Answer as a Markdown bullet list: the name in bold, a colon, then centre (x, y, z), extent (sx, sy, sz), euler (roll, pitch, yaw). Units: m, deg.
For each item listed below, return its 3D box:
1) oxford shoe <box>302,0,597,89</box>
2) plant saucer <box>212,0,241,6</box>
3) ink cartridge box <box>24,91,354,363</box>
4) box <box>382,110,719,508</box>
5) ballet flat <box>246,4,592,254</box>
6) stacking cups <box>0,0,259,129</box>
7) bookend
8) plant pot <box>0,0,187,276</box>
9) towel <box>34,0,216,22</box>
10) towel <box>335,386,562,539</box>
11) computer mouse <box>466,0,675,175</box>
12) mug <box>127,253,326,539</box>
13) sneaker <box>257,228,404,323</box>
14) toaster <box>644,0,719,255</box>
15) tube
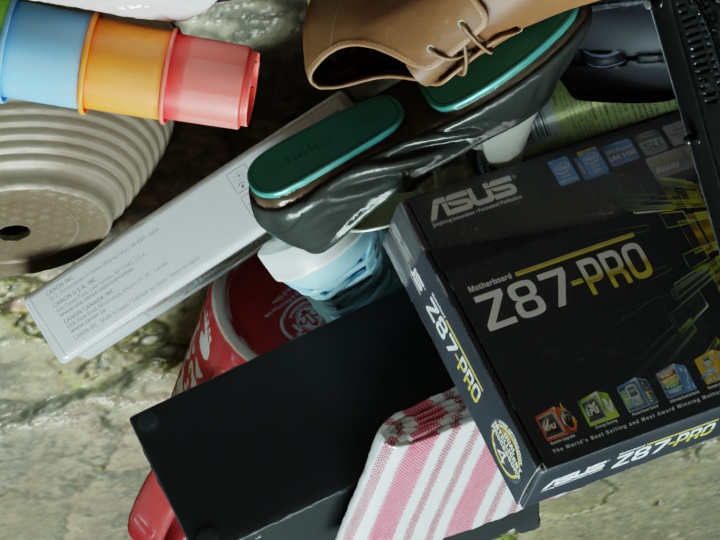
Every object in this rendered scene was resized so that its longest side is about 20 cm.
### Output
- **oxford shoe**: centre (0.055, -0.124, 1.450), extent (0.200, 0.071, 0.071), euler (-12, 147, 39)
- **plant saucer**: centre (-0.079, -0.185, 1.378), extent (0.200, 0.035, 0.200), euler (-6, 154, -3)
- **ink cartridge box**: centre (-0.083, -0.021, 1.625), extent (0.200, 0.045, 0.176), euler (-33, 180, -2)
- **box**: centre (0.134, 0.013, 1.502), extent (0.200, 0.161, 0.049), euler (-17, 155, -21)
- **ballet flat**: centre (0.037, -0.072, 1.511), extent (0.200, 0.068, 0.068), euler (-29, 128, 9)
- **stacking cups**: centre (-0.149, -0.102, 1.434), extent (0.200, 0.061, 0.061), euler (10, 153, -1)
- **bookend**: centre (-0.007, 0.113, 1.663), extent (0.198, 0.092, 0.200), euler (-26, 156, -7)
- **plant pot**: centre (-0.182, -0.059, 1.541), extent (0.200, 0.093, 0.201), euler (-8, 156, -3)
- **towel**: centre (-0.118, -0.176, 1.312), extent (0.200, 0.032, 0.191), euler (8, 149, -32)
- **towel**: centre (0.079, 0.088, 1.566), extent (0.200, 0.030, 0.146), euler (-18, 153, -23)
- **computer mouse**: centre (0.144, -0.094, 1.558), extent (0.200, 0.046, 0.141), euler (-8, 124, -2)
- **mug**: centre (-0.053, 0.085, 1.799), extent (0.133, 0.178, 0.200), euler (16, 147, -2)
- **sneaker**: centre (0.000, 0.000, 1.640), extent (0.074, 0.082, 0.200), euler (-34, 179, 9)
- **toaster**: centre (0.248, -0.090, 1.423), extent (0.119, 0.181, 0.200), euler (-19, -177, -32)
- **tube**: centre (0.150, -0.106, 1.608), extent (0.200, 0.052, 0.058), euler (-17, -175, 9)
